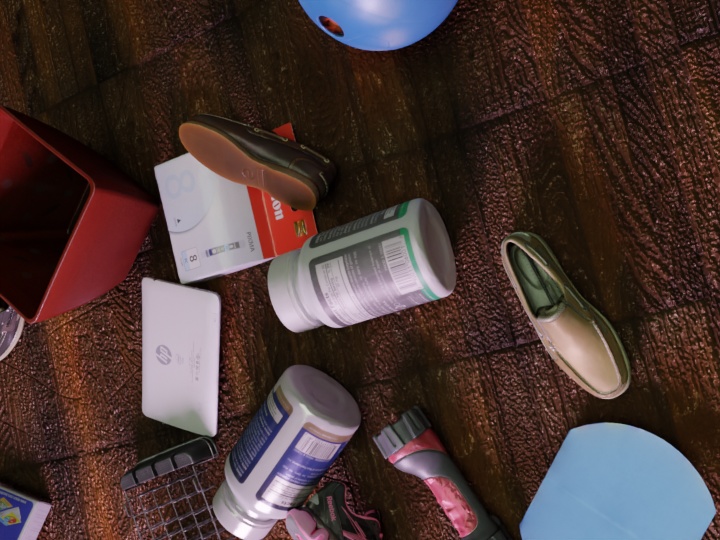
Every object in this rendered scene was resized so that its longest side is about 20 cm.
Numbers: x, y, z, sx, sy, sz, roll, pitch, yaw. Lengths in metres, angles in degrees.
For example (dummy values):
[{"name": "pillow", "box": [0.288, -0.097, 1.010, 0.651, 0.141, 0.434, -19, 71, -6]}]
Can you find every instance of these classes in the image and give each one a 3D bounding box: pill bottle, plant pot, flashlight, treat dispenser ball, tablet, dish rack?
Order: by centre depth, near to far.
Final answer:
[{"name": "treat dispenser ball", "box": [0.019, -0.339, 0.798, 0.198, 0.200, 0.204, 1, 91, 24]}, {"name": "flashlight", "box": [0.094, 0.254, 0.849, 0.067, 0.068, 0.201, -38, 75, 19]}, {"name": "pill bottle", "box": [0.000, 0.000, 0.862, 0.198, 0.113, 0.115, -17, 84, 24]}, {"name": "pill bottle", "box": [-0.095, 0.224, 0.910, 0.111, 0.111, 0.201, 40, 106, 18]}, {"name": "plant pot", "box": [-0.391, -0.073, 1.004, 0.199, 0.176, 0.202, 35, 105, 19]}, {"name": "dish rack", "box": [-0.236, 0.340, 1.008, 0.152, 0.054, 0.203, -24, 83, 27]}, {"name": "tablet", "box": [-0.244, 0.116, 1.011, 0.128, 0.014, 0.203, 11, 105, 24]}]

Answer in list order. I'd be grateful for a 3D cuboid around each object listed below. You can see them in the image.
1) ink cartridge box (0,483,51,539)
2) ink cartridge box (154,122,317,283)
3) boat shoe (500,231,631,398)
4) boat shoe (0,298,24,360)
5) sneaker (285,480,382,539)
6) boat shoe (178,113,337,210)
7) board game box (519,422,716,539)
[{"name": "ink cartridge box", "box": [-0.588, 0.417, 1.129, 0.195, 0.047, 0.202, 12, 68, 22]}, {"name": "ink cartridge box", "box": [-0.163, -0.085, 0.970, 0.198, 0.047, 0.163, -16, 85, 25]}, {"name": "boat shoe", "box": [0.207, 0.049, 0.789, 0.072, 0.076, 0.201, -40, 76, 19]}, {"name": "boat shoe", "box": [-0.542, 0.050, 1.134, 0.071, 0.066, 0.202, 37, 105, 19]}, {"name": "sneaker", "box": [0.005, 0.334, 0.889, 0.201, 0.095, 0.079, 50, 149, -5]}, {"name": "boat shoe", "box": [-0.124, -0.141, 0.926, 0.198, 0.071, 0.071, 28, 144, 6]}, {"name": "board game box", "box": [0.265, 0.260, 0.790, 0.157, 0.039, 0.202, 29, 98, 26]}]
